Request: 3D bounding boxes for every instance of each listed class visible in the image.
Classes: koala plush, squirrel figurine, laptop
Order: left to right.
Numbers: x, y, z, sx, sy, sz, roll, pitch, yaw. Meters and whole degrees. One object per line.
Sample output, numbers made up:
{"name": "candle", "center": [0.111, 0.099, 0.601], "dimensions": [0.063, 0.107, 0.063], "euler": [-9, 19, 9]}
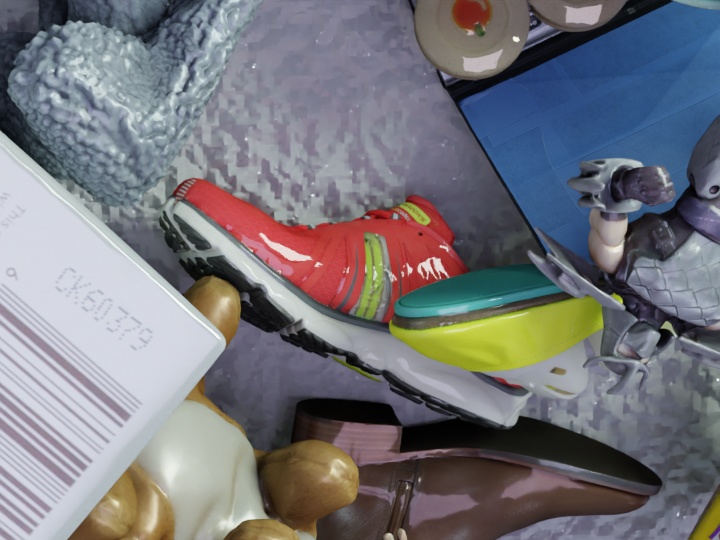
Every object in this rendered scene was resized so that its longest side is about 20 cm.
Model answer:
{"name": "koala plush", "center": [-0.137, -0.154, 0.750], "dimensions": [0.199, 0.177, 0.185], "euler": [31, 86, -18]}
{"name": "squirrel figurine", "center": [-0.068, 0.142, 0.846], "dimensions": [0.186, 0.142, 0.200], "euler": [40, 127, -16]}
{"name": "laptop", "center": [0.122, -0.132, 0.828], "dimensions": [0.186, 0.116, 0.201], "euler": [-25, 109, -4]}

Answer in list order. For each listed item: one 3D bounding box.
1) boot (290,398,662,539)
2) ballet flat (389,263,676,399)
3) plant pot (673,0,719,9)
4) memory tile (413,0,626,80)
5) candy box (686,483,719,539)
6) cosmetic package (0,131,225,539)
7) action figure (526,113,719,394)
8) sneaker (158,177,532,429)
{"name": "boot", "center": [0.039, 0.171, 0.924], "dimensions": [0.184, 0.064, 0.202], "euler": [9, 101, 0]}
{"name": "ballet flat", "center": [0.098, 0.019, 0.857], "dimensions": [0.199, 0.066, 0.068], "euler": [-22, 107, -38]}
{"name": "plant pot", "center": [0.155, -0.221, 0.740], "dimensions": [0.198, 0.135, 0.201], "euler": [-15, 142, -12]}
{"name": "memory tile", "center": [0.091, -0.181, 0.824], "dimensions": [0.199, 0.017, 0.154], "euler": [-25, 81, -4]}
{"name": "candy box", "center": [0.202, 0.057, 0.869], "dimensions": [0.026, 0.102, 0.201], "euler": [31, 128, 9]}
{"name": "cosmetic package", "center": [-0.176, 0.025, 0.749], "dimensions": [0.165, 0.200, 0.165], "euler": [42, 84, -14]}
{"name": "action figure", "center": [0.150, -0.033, 0.764], "dimensions": [0.129, 0.069, 0.201], "euler": [24, 106, -31]}
{"name": "sneaker", "center": [0.000, 0.000, 0.875], "dimensions": [0.199, 0.077, 0.086], "euler": [28, 80, -22]}
